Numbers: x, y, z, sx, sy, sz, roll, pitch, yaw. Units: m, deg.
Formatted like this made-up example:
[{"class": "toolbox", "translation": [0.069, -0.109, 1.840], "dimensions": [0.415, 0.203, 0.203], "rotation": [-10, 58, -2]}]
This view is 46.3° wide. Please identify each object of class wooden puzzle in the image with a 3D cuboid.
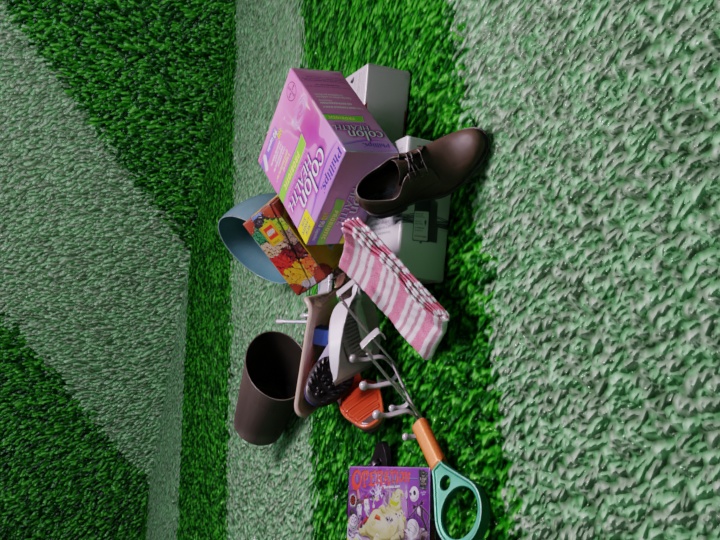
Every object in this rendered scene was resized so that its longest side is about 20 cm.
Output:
[{"class": "wooden puzzle", "translation": [-0.065, 0.145, 1.490], "dimensions": [0.185, 0.045, 0.204], "rotation": [-8, -77, -78]}]

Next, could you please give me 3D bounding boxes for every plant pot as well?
[{"class": "plant pot", "translation": [-0.193, -0.090, 1.840], "dimensions": [0.135, 0.199, 0.200], "rotation": [-54, 7, -28]}]

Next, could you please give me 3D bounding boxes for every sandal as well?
[{"class": "sandal", "translation": [0.003, 0.345, 1.325], "dimensions": [0.076, 0.044, 0.202], "rotation": [-104, 30, -45]}]

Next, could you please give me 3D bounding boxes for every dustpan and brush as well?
[{"class": "dustpan and brush", "translation": [-0.008, 0.063, 1.317], "dimensions": [0.056, 0.139, 0.204], "rotation": [-10, 93, 30]}]

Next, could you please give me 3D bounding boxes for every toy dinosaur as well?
[{"class": "toy dinosaur", "translation": [0.000, 0.000, 1.414], "dimensions": [0.201, 0.085, 0.136], "rotation": [-52, 10, 33]}]

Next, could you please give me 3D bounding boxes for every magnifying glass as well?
[{"class": "magnifying glass", "translation": [0.108, 0.266, 1.073], "dimensions": [0.080, 0.022, 0.201], "rotation": [-53, 32, 19]}]

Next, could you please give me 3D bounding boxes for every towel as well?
[{"class": "towel", "translation": [0.041, 0.030, 1.166], "dimensions": [0.200, 0.030, 0.147], "rotation": [48, 160, 17]}]

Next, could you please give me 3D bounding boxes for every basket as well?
[{"class": "basket", "translation": [-0.194, 0.263, 1.766], "dimensions": [0.182, 0.133, 0.202], "rotation": [-100, 23, -47]}]

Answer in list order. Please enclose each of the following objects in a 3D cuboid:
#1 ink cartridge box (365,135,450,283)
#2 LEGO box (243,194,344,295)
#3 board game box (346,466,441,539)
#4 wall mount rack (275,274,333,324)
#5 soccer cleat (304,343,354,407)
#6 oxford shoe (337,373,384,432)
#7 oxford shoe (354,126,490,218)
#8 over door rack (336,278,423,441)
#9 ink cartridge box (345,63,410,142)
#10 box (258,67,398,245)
[{"class": "ink cartridge box", "translation": [0.066, -0.081, 1.251], "dimensions": [0.146, 0.082, 0.204], "rotation": [175, 102, -68]}, {"class": "LEGO box", "translation": [-0.080, -0.079, 1.408], "dimensions": [0.077, 0.150, 0.200], "rotation": [-30, 11, 39]}, {"class": "board game box", "translation": [0.045, 0.339, 1.188], "dimensions": [0.199, 0.032, 0.122], "rotation": [-19, 61, 54]}, {"class": "wall mount rack", "translation": [-0.108, 0.042, 1.683], "dimensions": [0.173, 0.073, 0.204], "rotation": [161, 115, -67]}, {"class": "soccer cleat", "translation": [-0.042, 0.158, 1.378], "dimensions": [0.073, 0.068, 0.201], "rotation": [-46, 8, 43]}, {"class": "oxford shoe", "translation": [0.005, 0.218, 1.345], "dimensions": [0.073, 0.070, 0.200], "rotation": [62, 174, -18]}, {"class": "oxford shoe", "translation": [0.082, -0.132, 1.124], "dimensions": [0.198, 0.084, 0.074], "rotation": [-30, 73, 13]}, {"class": "over door rack", "translation": [0.018, 0.133, 1.202], "dimensions": [0.202, 0.066, 0.148], "rotation": [65, 178, -33]}, {"class": "ink cartridge box", "translation": [0.005, -0.261, 1.475], "dimensions": [0.199, 0.081, 0.150], "rotation": [176, 100, -68]}, {"class": "box", "translation": [-0.056, -0.173, 1.278], "dimensions": [0.201, 0.095, 0.177], "rotation": [58, 137, 33]}]
